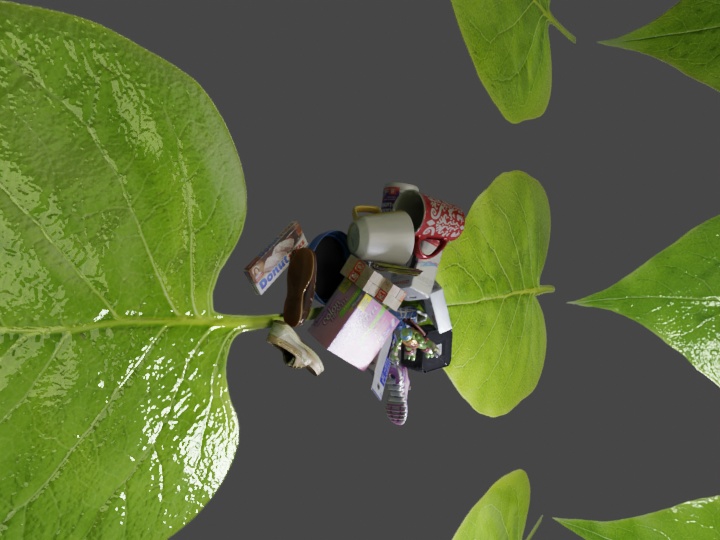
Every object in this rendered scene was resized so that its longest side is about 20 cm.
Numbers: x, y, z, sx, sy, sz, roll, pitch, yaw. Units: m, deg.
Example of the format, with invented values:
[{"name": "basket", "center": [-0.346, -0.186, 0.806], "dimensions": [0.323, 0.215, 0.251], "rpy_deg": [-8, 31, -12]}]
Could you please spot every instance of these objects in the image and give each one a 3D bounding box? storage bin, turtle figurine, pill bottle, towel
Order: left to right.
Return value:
[{"name": "towel", "center": [0.101, -0.002, 1.537], "dimensions": [0.200, 0.140, 0.023], "rpy_deg": [9, 89, -87]}, {"name": "pill bottle", "center": [0.113, -0.157, 1.668], "dimensions": [0.110, 0.110, 0.206], "rpy_deg": [11, 85, -52]}, {"name": "turtle figurine", "center": [0.167, 0.260, 1.674], "dimensions": [0.143, 0.201, 0.194], "rpy_deg": [-41, 156, 5]}, {"name": "storage bin", "center": [0.230, 0.265, 1.881], "dimensions": [0.198, 0.092, 0.139], "rpy_deg": [-1, 94, -51]}]

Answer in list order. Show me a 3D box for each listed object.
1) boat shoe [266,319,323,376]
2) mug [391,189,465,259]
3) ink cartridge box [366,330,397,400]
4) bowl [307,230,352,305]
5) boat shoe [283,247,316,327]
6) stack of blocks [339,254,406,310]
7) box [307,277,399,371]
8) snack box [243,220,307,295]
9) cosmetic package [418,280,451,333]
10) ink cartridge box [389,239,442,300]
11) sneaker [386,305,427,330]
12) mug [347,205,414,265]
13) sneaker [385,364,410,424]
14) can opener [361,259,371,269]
[{"name": "boat shoe", "center": [-0.168, 0.209, 1.380], "dimensions": [0.201, 0.073, 0.067], "rpy_deg": [51, 58, -30]}, {"name": "mug", "center": [0.197, -0.130, 1.597], "dimensions": [0.197, 0.132, 0.182], "rpy_deg": [5, 105, -42]}, {"name": "ink cartridge box", "center": [0.057, 0.269, 1.641], "dimensions": [0.198, 0.046, 0.204], "rpy_deg": [67, 40, -65]}, {"name": "bowl", "center": [-0.082, -0.007, 1.488], "dimensions": [0.199, 0.039, 0.206], "rpy_deg": [-8, 100, -52]}, {"name": "boat shoe", "center": [-0.148, 0.041, 1.379], "dimensions": [0.070, 0.069, 0.205], "rpy_deg": [-9, 115, -68]}, {"name": "stack of blocks", "center": [0.038, 0.036, 1.481], "dimensions": [0.059, 0.114, 0.200], "rpy_deg": [-56, 152, 0]}, {"name": "box", "center": [-0.015, 0.150, 1.494], "dimensions": [0.177, 0.096, 0.200], "rpy_deg": [-53, 138, -3]}, {"name": "snack box", "center": [-0.204, -0.034, 1.338], "dimensions": [0.201, 0.024, 0.073], "rpy_deg": [-51, 133, -36]}, {"name": "cosmetic package", "center": [0.228, 0.087, 1.789], "dimensions": [0.051, 0.201, 0.153], "rpy_deg": [-22, 117, -4]}, {"name": "ink cartridge box", "center": [0.175, -0.018, 1.723], "dimensions": [0.082, 0.145, 0.204], "rpy_deg": [25, 72, -23]}, {"name": "sneaker", "center": [0.140, 0.151, 1.764], "dimensions": [0.198, 0.076, 0.078], "rpy_deg": [-14, 106, -49]}, {"name": "mug", "center": [0.039, -0.093, 1.509], "dimensions": [0.150, 0.186, 0.153], "rpy_deg": [-1, 104, -26]}, {"name": "sneaker", "center": [0.128, 0.396, 1.779], "dimensions": [0.088, 0.079, 0.206], "rpy_deg": [-20, 109, -57]}, {"name": "can opener", "center": [0.000, 0.000, 1.587], "dimensions": [0.052, 0.065, 0.205], "rpy_deg": [13, 91, -56]}]
